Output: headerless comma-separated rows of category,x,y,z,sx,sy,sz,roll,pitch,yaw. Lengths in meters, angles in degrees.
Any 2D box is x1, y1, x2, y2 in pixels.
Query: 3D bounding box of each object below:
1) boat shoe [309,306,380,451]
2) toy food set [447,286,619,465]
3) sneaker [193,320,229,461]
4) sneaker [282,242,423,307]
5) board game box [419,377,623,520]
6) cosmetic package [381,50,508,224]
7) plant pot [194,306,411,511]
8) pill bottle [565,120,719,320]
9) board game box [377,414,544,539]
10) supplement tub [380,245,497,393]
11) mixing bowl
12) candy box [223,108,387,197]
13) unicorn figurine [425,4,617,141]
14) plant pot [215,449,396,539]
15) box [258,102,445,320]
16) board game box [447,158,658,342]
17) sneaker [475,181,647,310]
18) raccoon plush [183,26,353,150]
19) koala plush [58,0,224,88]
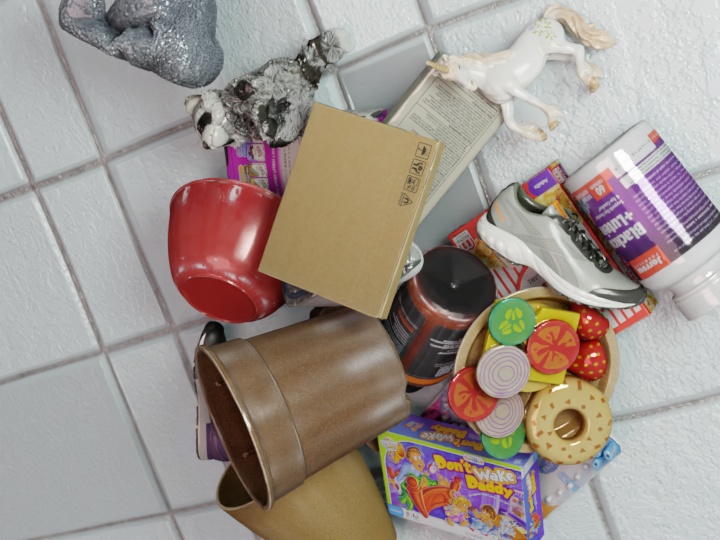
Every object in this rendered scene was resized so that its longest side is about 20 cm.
boat shoe,-0.013,0.134,1.611,0.072,0.072,0.201,-2,117,57
toy food set,0.194,0.116,1.404,0.197,0.049,0.201,8,103,-13
sneaker,-0.170,0.160,1.694,0.087,0.076,0.201,4,113,8
sneaker,0.000,0.000,1.448,0.200,0.087,0.075,-12,73,45
board game box,0.182,0.199,1.530,0.200,0.026,0.200,42,133,7
cosmetic package,0.065,-0.135,1.429,0.105,0.071,0.200,39,103,-9
plant pot,-0.062,0.141,1.467,0.200,0.198,0.201,54,158,34
pill bottle,0.319,-0.050,1.356,0.111,0.111,0.200,-39,88,30
board game box,0.122,0.257,1.561,0.199,0.045,0.135,10,123,32
supplement tub,0.079,0.066,1.490,0.107,0.107,0.200,39,143,9
mixing bowl,-0.154,-0.008,1.542,0.199,0.109,0.200,13,146,9
candy box,-0.062,-0.122,1.541,0.199,0.061,0.137,2,108,25
unicorn figurine,0.170,-0.210,1.358,0.137,0.200,0.074,45,154,4
plant pot,-0.049,0.296,1.625,0.186,0.187,0.200,-32,110,30
box,-0.013,-0.067,1.386,0.163,0.021,0.201,21,94,26
board game box,0.219,-0.002,1.458,0.151,0.046,0.200,-36,91,30
sneaker,0.222,-0.023,1.381,0.200,0.074,0.080,32,113,12
raccoon plush,-0.108,-0.205,1.494,0.134,0.200,0.097,6,124,48
koala plush,-0.214,-0.329,1.479,0.184,0.177,0.201,31,102,34
